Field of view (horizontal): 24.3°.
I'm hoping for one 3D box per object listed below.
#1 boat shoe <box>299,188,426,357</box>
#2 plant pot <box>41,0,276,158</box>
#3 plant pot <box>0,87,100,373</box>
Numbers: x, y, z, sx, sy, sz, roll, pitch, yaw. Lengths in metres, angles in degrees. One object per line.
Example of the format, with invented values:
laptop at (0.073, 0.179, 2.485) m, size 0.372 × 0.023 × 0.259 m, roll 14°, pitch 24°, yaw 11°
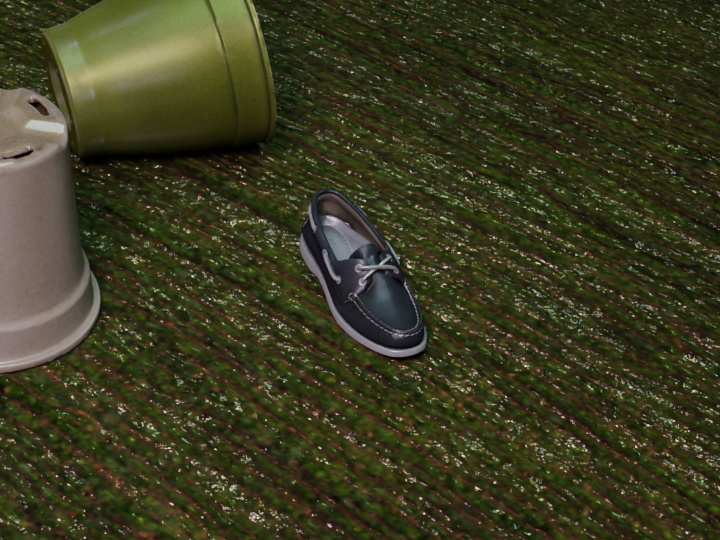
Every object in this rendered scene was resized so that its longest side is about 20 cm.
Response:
boat shoe at (0.000, 0.000, 1.514) m, size 0.075 × 0.061 × 0.200 m, roll -14°, pitch 42°, yaw -29°
plant pot at (-0.206, -0.198, 1.649) m, size 0.192 × 0.201 × 0.201 m, roll -17°, pitch 42°, yaw -14°
plant pot at (-0.316, -0.048, 1.404) m, size 0.199 × 0.184 × 0.201 m, roll 6°, pitch 36°, yaw -4°
